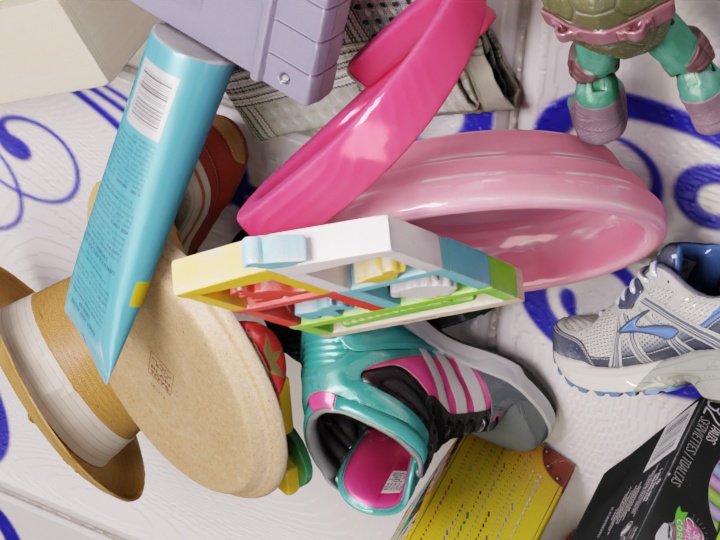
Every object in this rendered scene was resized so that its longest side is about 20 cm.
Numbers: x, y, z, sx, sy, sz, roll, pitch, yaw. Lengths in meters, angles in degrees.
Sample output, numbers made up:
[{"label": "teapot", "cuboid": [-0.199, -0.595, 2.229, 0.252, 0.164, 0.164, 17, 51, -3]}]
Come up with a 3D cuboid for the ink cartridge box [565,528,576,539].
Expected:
[{"label": "ink cartridge box", "cuboid": [0.127, 0.286, 1.568, 0.116, 0.068, 0.200, 37, 116, -3]}]

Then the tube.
[{"label": "tube", "cuboid": [-0.127, -0.040, 1.327, 0.050, 0.078, 0.201, 11, 115, -27]}]

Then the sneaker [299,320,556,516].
[{"label": "sneaker", "cuboid": [0.037, 0.097, 1.413, 0.199, 0.122, 0.083, 30, 147, -31]}]

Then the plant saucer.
[{"label": "plant saucer", "cuboid": [0.068, -0.032, 1.287, 0.199, 0.051, 0.201, -3, 165, -1]}]

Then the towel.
[{"label": "towel", "cuboid": [-0.028, -0.154, 1.308, 0.199, 0.035, 0.193, -5, 127, 37]}]

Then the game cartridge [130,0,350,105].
[{"label": "game cartridge", "cuboid": [-0.088, -0.189, 1.262, 0.199, 0.038, 0.130, 32, 134, 24]}]

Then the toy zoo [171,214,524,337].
[{"label": "toy zoo", "cuboid": [-0.011, 0.003, 1.250, 0.130, 0.021, 0.200, -12, 165, 27]}]

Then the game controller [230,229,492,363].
[{"label": "game controller", "cuboid": [0.000, 0.000, 1.452, 0.199, 0.042, 0.105, -19, 103, 44]}]

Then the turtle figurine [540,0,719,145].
[{"label": "turtle figurine", "cuboid": [0.128, -0.149, 1.161, 0.149, 0.101, 0.201, 12, 144, 31]}]

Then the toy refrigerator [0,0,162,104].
[{"label": "toy refrigerator", "cuboid": [-0.221, -0.149, 1.416, 0.199, 0.076, 0.070, -6, 127, 39]}]

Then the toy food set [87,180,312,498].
[{"label": "toy food set", "cuboid": [-0.105, 0.051, 1.421, 0.200, 0.049, 0.199, 36, 145, 34]}]

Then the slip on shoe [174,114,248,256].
[{"label": "slip on shoe", "cuboid": [-0.117, -0.041, 1.465, 0.074, 0.061, 0.200, 53, 153, 6]}]

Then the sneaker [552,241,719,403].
[{"label": "sneaker", "cuboid": [0.183, 0.023, 1.323, 0.199, 0.077, 0.086, -1, 102, 52]}]

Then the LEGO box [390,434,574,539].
[{"label": "LEGO box", "cuboid": [0.045, 0.210, 1.499, 0.077, 0.200, 0.149, 31, 140, 1]}]

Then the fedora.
[{"label": "fedora", "cuboid": [-0.177, 0.059, 1.564, 0.081, 0.201, 0.201, -31, 115, 7]}]

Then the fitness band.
[{"label": "fitness band", "cuboid": [0.003, -0.082, 1.228, 0.037, 0.144, 0.200, 41, 145, -8]}]

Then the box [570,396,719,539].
[{"label": "box", "cuboid": [0.229, 0.205, 1.405, 0.200, 0.149, 0.124, 39, 139, -5]}]
